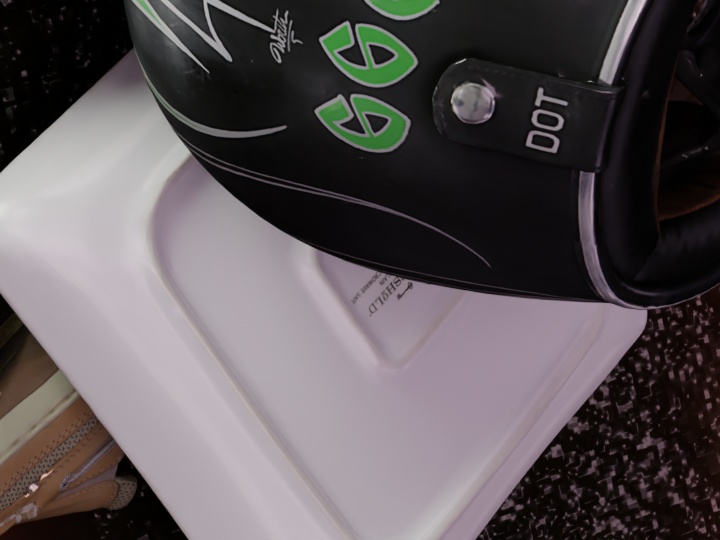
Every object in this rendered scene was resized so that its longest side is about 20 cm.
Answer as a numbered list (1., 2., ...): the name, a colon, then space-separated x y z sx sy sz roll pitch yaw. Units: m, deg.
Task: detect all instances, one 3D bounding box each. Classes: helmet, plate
1. helmet: 0.028 -0.091 0.764 0.200 0.190 0.201 -40 144 -37
2. plate: 0.000 0.000 0.870 0.200 0.032 0.200 -48 113 -33

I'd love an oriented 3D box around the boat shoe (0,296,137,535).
1. boat shoe: -0.098 0.051 0.870 0.200 0.072 0.076 -44 122 -8
